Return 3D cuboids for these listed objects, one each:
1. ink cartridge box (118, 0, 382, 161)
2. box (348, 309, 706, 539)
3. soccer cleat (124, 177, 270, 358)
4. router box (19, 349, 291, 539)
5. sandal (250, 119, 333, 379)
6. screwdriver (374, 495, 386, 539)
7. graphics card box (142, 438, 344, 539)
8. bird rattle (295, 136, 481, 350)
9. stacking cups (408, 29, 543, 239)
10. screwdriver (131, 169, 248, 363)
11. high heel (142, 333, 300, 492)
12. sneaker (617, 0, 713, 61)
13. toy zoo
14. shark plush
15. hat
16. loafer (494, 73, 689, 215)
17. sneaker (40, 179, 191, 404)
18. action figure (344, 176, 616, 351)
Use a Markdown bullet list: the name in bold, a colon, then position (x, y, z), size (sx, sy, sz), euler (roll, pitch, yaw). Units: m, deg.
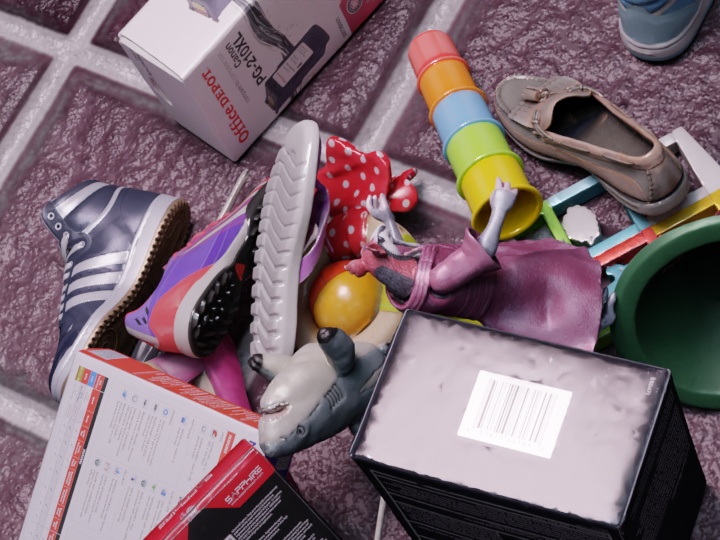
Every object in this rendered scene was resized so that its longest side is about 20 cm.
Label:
- **ink cartridge box**: position (-0.088, -0.212, 1.712), size (0.084, 0.145, 0.200), euler (36, 79, 28)
- **box**: position (0.123, 0.137, 1.445), size (0.198, 0.199, 0.124), euler (13, 67, 23)
- **soccer cleat**: position (-0.114, -0.011, 1.640), size (0.073, 0.069, 0.201), euler (8, 44, 26)
- **router box**: position (-0.160, 0.184, 1.546), size (0.178, 0.049, 0.202), euler (22, 97, 24)
- **sandal**: position (-0.048, -0.016, 1.597), size (0.082, 0.049, 0.205), euler (-146, 64, -64)
- **screwdriver**: position (0.017, 0.175, 1.504), size (0.028, 0.029, 0.202), euler (6, 99, -11)
- **graphics card box**: position (-0.059, 0.233, 1.470), size (0.125, 0.200, 0.051), euler (-45, 16, -7)
- **bird rattle**: position (0.000, 0.000, 1.613), size (0.163, 0.112, 0.200), euler (-48, 57, 9)
- **stacking cups**: position (0.087, -0.118, 1.651), size (0.060, 0.061, 0.201), euler (-23, 53, 5)
- **screwdriver**: position (-0.141, 0.001, 1.683), size (0.029, 0.028, 0.202), euler (24, 74, -8)
- **high heel**: position (-0.082, 0.128, 1.608), size (0.200, 0.068, 0.096), euler (43, 43, 19)
- **sneaker**: position (0.259, -0.281, 1.647), size (0.079, 0.131, 0.201), euler (15, 70, 24)
- **toy zoo**: position (0.220, -0.027, 1.598), size (0.199, 0.020, 0.132), euler (-28, 60, 3)
- **shark plush**: position (-0.005, 0.100, 1.524), size (0.090, 0.199, 0.084), euler (-17, 73, 32)
- **hat**: position (0.284, -0.019, 1.546), size (0.199, 0.166, 0.177), euler (-27, 27, 23)
- **loafer**: position (0.176, -0.115, 1.612), size (0.072, 0.063, 0.200), euler (-44, 49, -12)
- **sneaker**: position (-0.228, 0.013, 1.688), size (0.108, 0.070, 0.201), euler (19, 65, 19)
- **action figure**: position (0.074, 0.013, 1.478), size (0.134, 0.198, 0.151), euler (-8, 80, 60)
